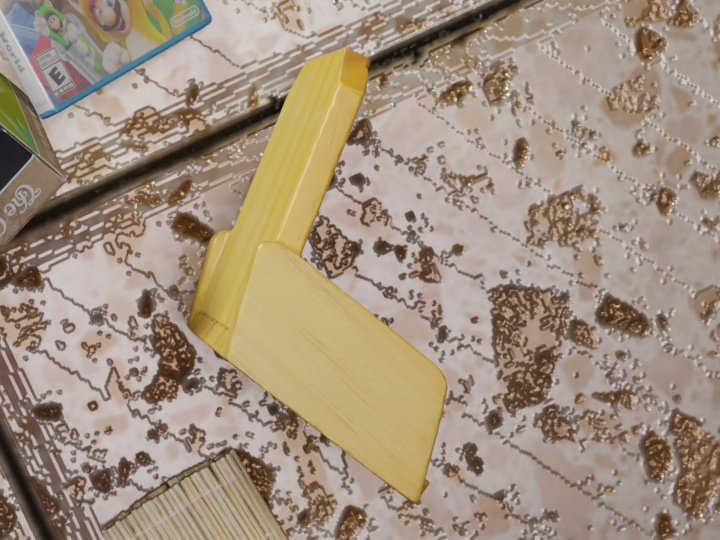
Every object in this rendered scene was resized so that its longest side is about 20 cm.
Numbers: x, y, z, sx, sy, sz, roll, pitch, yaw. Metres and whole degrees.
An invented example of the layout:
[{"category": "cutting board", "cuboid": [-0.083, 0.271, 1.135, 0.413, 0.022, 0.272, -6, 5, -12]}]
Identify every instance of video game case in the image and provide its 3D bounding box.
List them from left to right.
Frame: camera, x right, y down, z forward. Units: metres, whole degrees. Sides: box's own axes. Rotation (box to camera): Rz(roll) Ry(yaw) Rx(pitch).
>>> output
[{"category": "video game case", "cuboid": [-0.178, -0.204, 1.063, 0.143, 0.018, 0.201, -38, 105, -43]}]

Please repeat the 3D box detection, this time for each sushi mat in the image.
[{"category": "sushi mat", "cuboid": [-0.069, 0.216, 1.152, 0.095, 0.012, 0.201, -32, 98, -7]}]

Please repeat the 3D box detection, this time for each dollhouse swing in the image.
[{"category": "dollhouse swing", "cuboid": [0.000, 0.000, 1.061, 0.181, 0.200, 0.176, 38, 85, -10]}]

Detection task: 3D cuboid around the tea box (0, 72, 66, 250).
[{"category": "tea box", "cuboid": [-0.298, -0.057, 0.979, 0.200, 0.134, 0.197, -45, 120, 5]}]
